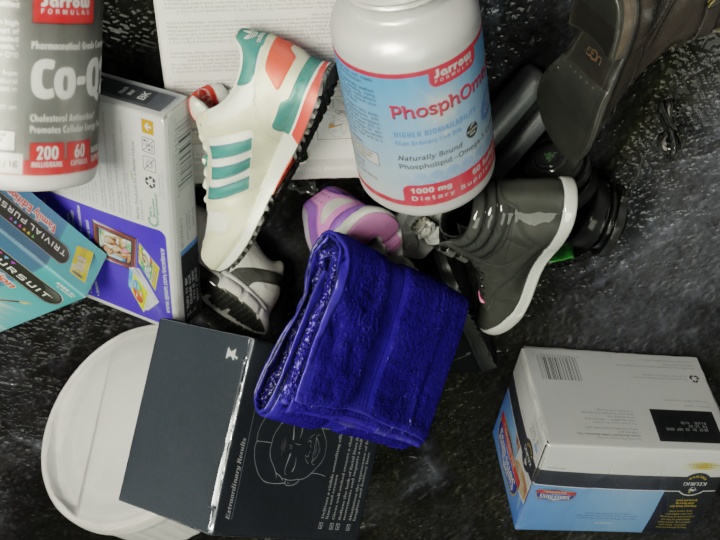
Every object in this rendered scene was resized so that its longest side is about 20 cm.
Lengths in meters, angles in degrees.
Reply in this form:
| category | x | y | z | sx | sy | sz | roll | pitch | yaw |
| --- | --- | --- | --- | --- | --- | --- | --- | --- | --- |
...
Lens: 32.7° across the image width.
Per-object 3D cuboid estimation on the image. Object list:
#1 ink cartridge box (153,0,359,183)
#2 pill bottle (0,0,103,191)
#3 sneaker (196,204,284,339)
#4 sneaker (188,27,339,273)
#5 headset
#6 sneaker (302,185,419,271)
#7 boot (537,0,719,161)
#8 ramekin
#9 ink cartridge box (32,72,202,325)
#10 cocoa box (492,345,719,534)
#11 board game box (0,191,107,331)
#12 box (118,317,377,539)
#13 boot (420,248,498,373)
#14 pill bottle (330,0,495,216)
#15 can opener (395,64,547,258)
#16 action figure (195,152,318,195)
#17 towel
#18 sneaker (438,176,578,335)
| category | x | y | z | sx | sy | sz | roll | pitch | yaw |
| --- | --- | --- | --- | --- | --- | --- | --- | --- | --- |
| ink cartridge box | -0.074 | -0.166 | 0.942 | 0.158 | 0.050 | 0.202 | -2 | 128 | 0 |
| pill bottle | -0.236 | -0.166 | 0.855 | 0.112 | 0.114 | 0.204 | 3 | 106 | -10 |
| sneaker | -0.148 | -0.027 | 1.066 | 0.200 | 0.081 | 0.073 | 44 | 138 | -19 |
| sneaker | -0.093 | -0.094 | 0.934 | 0.093 | 0.071 | 0.201 | 30 | 123 | -1 |
| headset | 0.191 | -0.076 | 1.074 | 0.198 | 0.095 | 0.123 | -27 | 130 | 35 |
| sneaker | 0.000 | 0.000 | 1.046 | 0.080 | 0.088 | 0.201 | -39 | 143 | -15 |
| boot | 0.236 | -0.179 | 0.955 | 0.172 | 0.070 | 0.201 | -23 | 152 | -23 |
| ramekin | -0.189 | 0.159 | 1.136 | 0.200 | 0.205 | 0.094 | -23 | 142 | 13 |
| ink cartridge box | -0.222 | -0.067 | 0.990 | 0.197 | 0.043 | 0.201 | 18 | 128 | 21 |
| cocoa box | 0.250 | 0.174 | 1.240 | 0.196 | 0.135 | 0.133 | 4 | 131 | -11 |
| board game box | -0.326 | -0.016 | 0.999 | 0.198 | 0.047 | 0.151 | -18 | 130 | 41 |
| box | -0.081 | 0.136 | 1.012 | 0.106 | 0.151 | 0.199 | 9 | 173 | 36 |
| boot | 0.016 | 0.064 | 1.167 | 0.197 | 0.066 | 0.166 | -16 | 129 | 13 |
| pill bottle | 0.037 | -0.146 | 0.877 | 0.107 | 0.110 | 0.202 | -11 | 135 | 2 |
| can opener | 0.090 | -0.092 | 1.045 | 0.052 | 0.067 | 0.200 | 31 | 112 | -32 |
| action figure | -0.056 | -0.104 | 1.016 | 0.197 | 0.055 | 0.119 | -14 | 134 | 10 |
| towel | 0.012 | 0.065 | 0.975 | 0.199 | 0.049 | 0.150 | 23 | 90 | -53 |
| sneaker | 0.105 | -0.016 | 1.038 | 0.097 | 0.072 | 0.201 | 8 | 144 | -9 |
